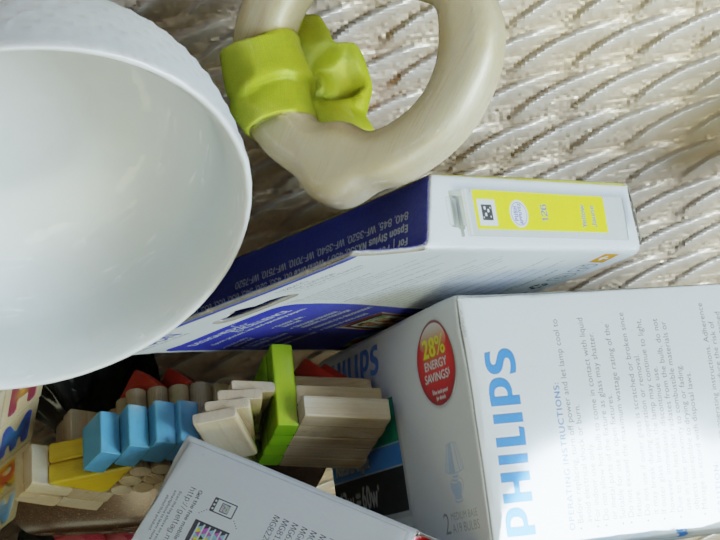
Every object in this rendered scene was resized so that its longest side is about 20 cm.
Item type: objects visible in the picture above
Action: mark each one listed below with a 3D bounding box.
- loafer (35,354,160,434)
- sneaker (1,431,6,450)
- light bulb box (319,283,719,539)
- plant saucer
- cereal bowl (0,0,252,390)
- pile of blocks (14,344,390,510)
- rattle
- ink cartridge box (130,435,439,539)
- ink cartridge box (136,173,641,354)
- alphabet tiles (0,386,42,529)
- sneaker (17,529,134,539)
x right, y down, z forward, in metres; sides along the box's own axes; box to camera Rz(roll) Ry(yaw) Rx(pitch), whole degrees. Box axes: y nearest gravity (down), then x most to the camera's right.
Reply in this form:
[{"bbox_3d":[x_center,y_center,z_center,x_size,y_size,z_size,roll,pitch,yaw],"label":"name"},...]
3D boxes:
[{"bbox_3d":[-0.180,0.038,0.951,0.071,0.073,0.200,-5,138,32],"label":"loafer"},{"bbox_3d":[-0.238,0.073,0.850,0.079,0.131,0.201,13,141,18],"label":"sneaker"},{"bbox_3d":[0.107,0.086,0.919,0.198,0.126,0.198,-3,169,-22],"label":"light bulb box"},{"bbox_3d":[-0.117,0.135,1.023,0.198,0.035,0.200,-5,171,-1],"label":"plant saucer"},{"bbox_3d":[-0.151,-0.043,0.742,0.198,0.084,0.201,-11,137,-10],"label":"cereal bowl"},{"bbox_3d":[-0.085,0.070,0.893,0.198,0.063,0.082,-10,149,3],"label":"pile of blocks"},{"bbox_3d":[0.044,-0.114,0.791,0.200,0.130,0.143,-49,142,7],"label":"rattle"},{"bbox_3d":[-0.009,0.187,0.885,0.175,0.084,0.200,19,156,22],"label":"ink cartridge box"},{"bbox_3d":[0.000,0.000,0.853,0.199,0.047,0.197,3,163,-44],"label":"ink cartridge box"},{"bbox_3d":[-0.219,0.128,0.869,0.006,0.166,0.201,33,132,15],"label":"alphabet tiles"},{"bbox_3d":[-0.126,0.198,1.150,0.199,0.087,0.074,20,147,4],"label":"sneaker"}]
